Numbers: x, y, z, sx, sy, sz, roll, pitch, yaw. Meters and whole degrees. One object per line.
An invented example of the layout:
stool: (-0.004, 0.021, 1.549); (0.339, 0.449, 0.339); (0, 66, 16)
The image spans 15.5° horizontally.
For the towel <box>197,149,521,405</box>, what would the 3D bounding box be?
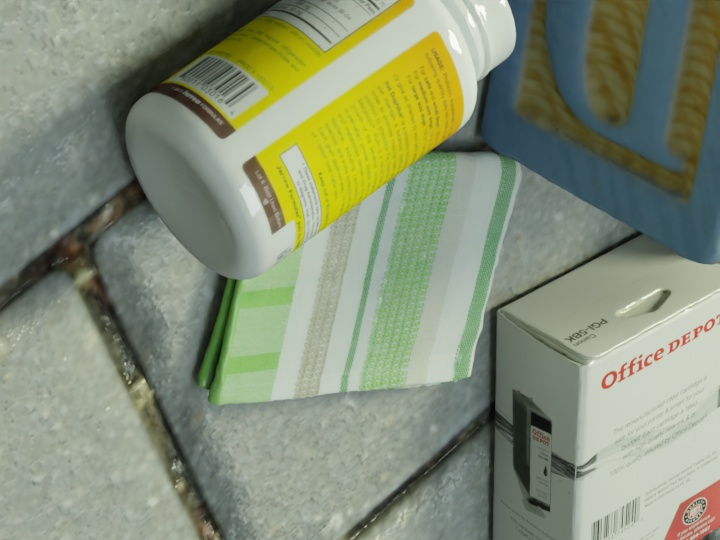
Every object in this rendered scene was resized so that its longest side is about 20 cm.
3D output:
towel: (0.000, 0.000, 1.516); (0.199, 0.031, 0.150); (-3, 114, -41)

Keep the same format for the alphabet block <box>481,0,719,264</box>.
alphabet block: (0.214, -0.139, 1.507); (0.199, 0.196, 0.196); (-14, 125, -39)

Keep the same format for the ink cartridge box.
ink cartridge box: (0.162, 0.094, 1.687); (0.146, 0.083, 0.201); (-25, 131, -33)

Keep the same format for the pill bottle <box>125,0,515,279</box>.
pill bottle: (-0.016, -0.091, 1.374); (0.200, 0.109, 0.110); (-36, 135, -22)
